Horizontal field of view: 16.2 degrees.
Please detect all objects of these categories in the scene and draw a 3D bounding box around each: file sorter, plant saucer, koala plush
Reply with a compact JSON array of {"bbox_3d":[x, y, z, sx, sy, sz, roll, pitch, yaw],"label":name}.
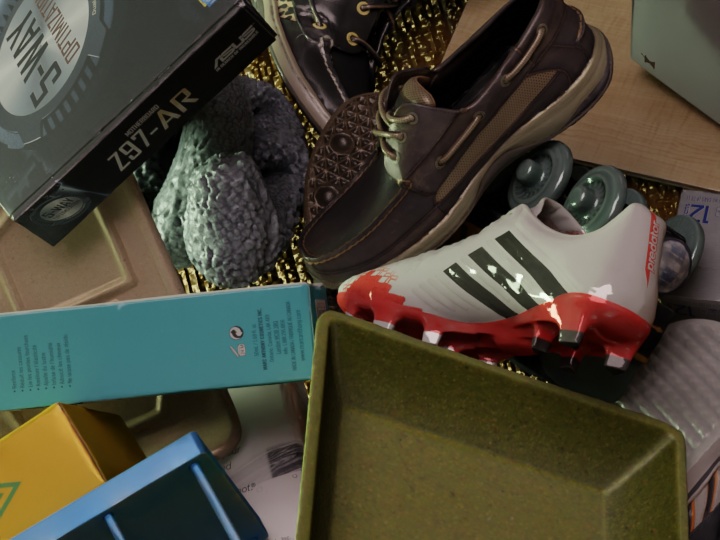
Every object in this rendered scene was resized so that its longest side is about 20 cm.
[{"bbox_3d":[-0.122,0.195,1.195,0.200,0.139,0.123,-30,65,-2],"label":"file sorter"},{"bbox_3d":[0.056,0.134,1.183,0.200,0.048,0.200,19,44,-14],"label":"plant saucer"},{"bbox_3d":[-0.134,-0.099,1.405,0.177,0.200,0.184,-17,26,28],"label":"koala plush"}]

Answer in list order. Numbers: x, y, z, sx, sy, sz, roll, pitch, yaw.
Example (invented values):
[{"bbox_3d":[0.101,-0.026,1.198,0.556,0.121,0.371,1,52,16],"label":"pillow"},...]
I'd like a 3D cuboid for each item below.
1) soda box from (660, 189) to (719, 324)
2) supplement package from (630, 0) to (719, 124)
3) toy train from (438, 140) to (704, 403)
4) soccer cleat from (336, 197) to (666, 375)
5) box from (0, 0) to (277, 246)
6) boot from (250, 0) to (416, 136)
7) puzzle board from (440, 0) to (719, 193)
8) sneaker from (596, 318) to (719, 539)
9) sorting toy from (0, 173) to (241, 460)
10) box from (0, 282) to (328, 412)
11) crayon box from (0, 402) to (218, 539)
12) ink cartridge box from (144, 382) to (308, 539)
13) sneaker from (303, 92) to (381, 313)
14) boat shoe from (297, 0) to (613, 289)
[{"bbox_3d":[0.264,0.011,1.341,0.200,0.063,0.068,6,63,18],"label":"soda box"},{"bbox_3d":[0.265,-0.187,1.365,0.147,0.191,0.200,38,73,20],"label":"supplement package"},{"bbox_3d":[0.100,-0.006,1.348,0.114,0.085,0.200,-59,31,1],"label":"toy train"},{"bbox_3d":[0.070,0.005,1.259,0.200,0.069,0.085,-1,63,48],"label":"soccer cleat"},{"bbox_3d":[-0.162,-0.136,1.308,0.160,0.044,0.200,-42,61,5],"label":"box"},{"bbox_3d":[0.018,-0.160,1.492,0.151,0.073,0.200,-27,50,8],"label":"boot"},{"bbox_3d":[0.150,-0.124,1.478,0.200,0.017,0.151,14,66,22],"label":"puzzle board"},{"bbox_3d":[0.150,0.121,1.301,0.078,0.079,0.200,10,57,29],"label":"sneaker"},{"bbox_3d":[-0.180,0.036,1.328,0.185,0.036,0.200,-23,86,4],"label":"sorting toy"},{"bbox_3d":[-0.117,0.040,1.262,0.200,0.082,0.049,-6,89,5],"label":"box"},{"bbox_3d":[-0.176,0.124,1.243,0.200,0.126,0.052,-33,81,3],"label":"crayon box"},{"bbox_3d":[-0.084,0.149,1.339,0.145,0.084,0.200,-17,58,5],"label":"ink cartridge box"},{"bbox_3d":[0.000,0.000,1.401,0.070,0.076,0.200,5,64,-1],"label":"sneaker"},{"bbox_3d":[0.038,-0.075,1.328,0.200,0.073,0.074,-42,33,0],"label":"boat shoe"}]
